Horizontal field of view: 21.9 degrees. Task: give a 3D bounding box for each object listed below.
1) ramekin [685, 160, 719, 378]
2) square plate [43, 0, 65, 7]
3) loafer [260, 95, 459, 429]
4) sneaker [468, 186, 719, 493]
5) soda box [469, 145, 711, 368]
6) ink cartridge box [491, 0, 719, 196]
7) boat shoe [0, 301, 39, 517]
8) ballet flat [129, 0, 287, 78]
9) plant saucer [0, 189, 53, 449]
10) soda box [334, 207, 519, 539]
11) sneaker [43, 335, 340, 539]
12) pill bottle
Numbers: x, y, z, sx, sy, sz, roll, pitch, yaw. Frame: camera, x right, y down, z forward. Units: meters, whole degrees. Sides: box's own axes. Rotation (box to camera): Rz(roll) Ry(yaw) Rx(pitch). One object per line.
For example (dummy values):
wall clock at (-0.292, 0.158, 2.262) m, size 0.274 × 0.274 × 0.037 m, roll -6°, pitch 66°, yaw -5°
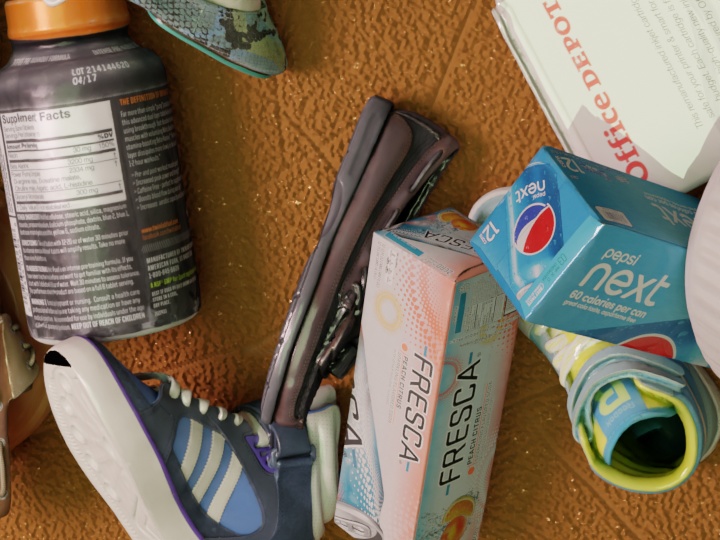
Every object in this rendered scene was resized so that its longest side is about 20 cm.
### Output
ramekin at (0.254, -0.006, 0.932) m, size 0.105 × 0.199 × 0.202 m, roll 30°, pitch 110°, yaw 46°
square plate at (-0.120, -0.267, 0.946) m, size 0.197 × 0.028 × 0.201 m, roll -28°, pitch 81°, yaw 26°
loafer at (0.000, 0.000, 1.069) m, size 0.062 × 0.072 × 0.202 m, roll 19°, pitch 81°, yaw 1°
sneaker at (0.129, 0.039, 1.040) m, size 0.080 × 0.131 × 0.200 m, roll -44°, pitch 89°, yaw 17°
soda box at (0.156, 0.000, 0.981) m, size 0.068 × 0.199 × 0.064 m, roll -53°, pitch 46°, yaw 23°
ink cartridge box at (0.192, -0.134, 1.016) m, size 0.199 × 0.085 × 0.146 m, roll -28°, pitch 94°, yaw 14°
boat shoe at (-0.233, 0.056, 1.122) m, size 0.071 × 0.076 × 0.202 m, roll 5°, pitch 94°, yaw -23°
ballet flat at (-0.111, -0.174, 1.044) m, size 0.199 × 0.074 × 0.075 m, roll 24°, pitch 108°, yaw -30°
plant saucer at (-0.280, 0.033, 1.176) m, size 0.198 × 0.037 × 0.202 m, roll 2°, pitch 101°, yaw 11°
soda box at (0.038, 0.070, 1.063) m, size 0.068 × 0.063 × 0.202 m, roll 32°, pitch 126°, yaw 38°
sneaker at (-0.085, 0.091, 1.102) m, size 0.080 × 0.146 × 0.201 m, roll 4°, pitch 127°, yaw 55°
pill bottle at (-0.158, -0.064, 1.095) m, size 0.105 × 0.106 × 0.202 m, roll -5°, pitch 99°, yaw 13°
